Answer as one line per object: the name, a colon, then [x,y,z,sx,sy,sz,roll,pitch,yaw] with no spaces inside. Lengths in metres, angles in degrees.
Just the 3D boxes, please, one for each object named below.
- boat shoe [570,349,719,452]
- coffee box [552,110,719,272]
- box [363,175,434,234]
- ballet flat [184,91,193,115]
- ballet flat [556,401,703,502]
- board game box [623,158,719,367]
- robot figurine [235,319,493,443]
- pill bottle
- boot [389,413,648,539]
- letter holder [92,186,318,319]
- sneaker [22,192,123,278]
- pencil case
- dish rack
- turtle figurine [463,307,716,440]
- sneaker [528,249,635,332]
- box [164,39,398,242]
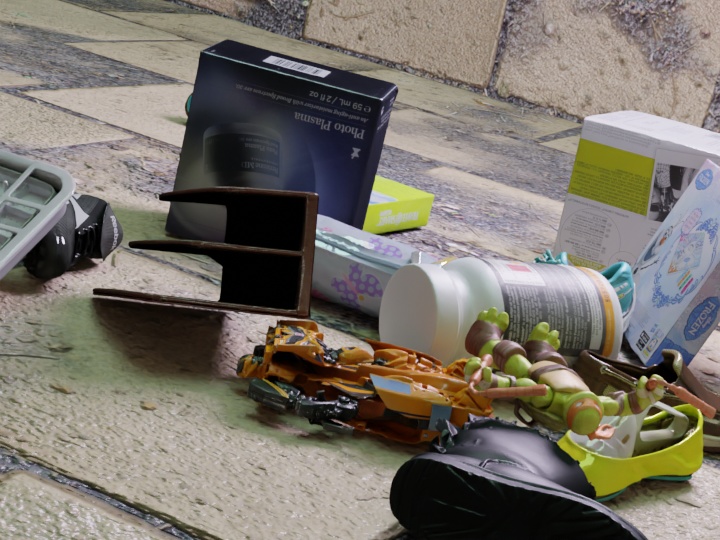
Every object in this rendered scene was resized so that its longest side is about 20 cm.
boat shoe: [0.272,0.109,1.324,0.201,0.075,0.075,8,15,-22]
coffee box: [0.374,-0.075,1.872,0.199,0.200,0.199,18,16,24]
box: [-0.009,-0.084,1.848,0.121,0.048,0.199,21,16,28]
ballet flat: [-0.159,-0.217,2.213,0.198,0.068,0.072,12,-5,6]
ballet flat: [0.205,0.134,1.181,0.199,0.068,0.067,-1,22,-45]
board game box: [0.344,-0.004,1.573,0.043,0.200,0.200,30,12,-11]
robot figurine: [0.002,0.086,1.187,0.198,0.059,0.145,13,13,-5]
pill bottle: [0.123,0.048,1.335,0.199,0.117,0.116,5,16,-31]
boot: [0.122,0.160,1.013,0.197,0.074,0.162,21,10,19]
letter holder: [-0.139,-0.018,1.264,0.141,0.102,0.200,5,-1,-23]
sneaker: [-0.261,-0.037,1.392,0.090,0.067,0.200,8,13,-13]
pencil case: [0.000,0.000,1.463,0.199,0.084,0.091,19,-7,22]
dish rack: [-0.356,-0.044,1.274,0.199,0.044,0.172,19,45,18]
turtle figurine: [0.151,0.087,1.136,0.198,0.065,0.161,4,18,-19]
sneaker: [0.188,0.016,1.578,0.198,0.080,0.078,4,14,-6]
box: [-0.083,-0.118,1.603,0.198,0.200,0.123,15,16,5]
